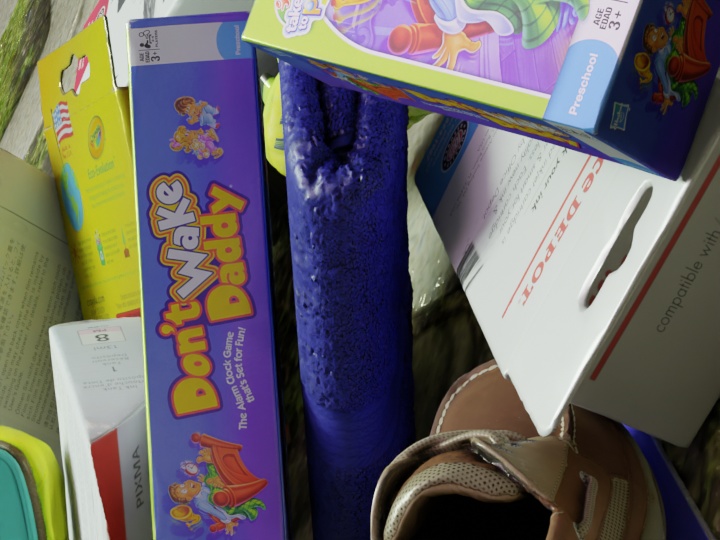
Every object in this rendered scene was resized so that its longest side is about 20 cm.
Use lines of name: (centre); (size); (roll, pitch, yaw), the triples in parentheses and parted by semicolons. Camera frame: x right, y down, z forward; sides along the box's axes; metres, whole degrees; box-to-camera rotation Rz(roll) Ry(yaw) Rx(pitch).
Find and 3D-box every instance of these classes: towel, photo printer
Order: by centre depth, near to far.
towel: (0.000, 0.000, 0.903); (0.148, 0.049, 0.201); (-97, 3, -48)
photo printer: (-0.169, 0.036, 1.223); (0.069, 0.200, 0.167); (5, 74, 34)

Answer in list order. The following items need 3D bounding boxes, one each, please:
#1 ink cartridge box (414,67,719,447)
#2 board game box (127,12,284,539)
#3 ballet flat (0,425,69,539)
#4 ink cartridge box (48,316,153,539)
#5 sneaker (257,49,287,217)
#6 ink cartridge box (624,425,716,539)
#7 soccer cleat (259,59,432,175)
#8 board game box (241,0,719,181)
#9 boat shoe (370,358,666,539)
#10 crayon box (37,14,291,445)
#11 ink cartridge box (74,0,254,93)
ink cartridge box: (0.086, -0.027, 0.780); (0.116, 0.068, 0.200); (-62, 19, 18)
board game box: (-0.054, 0.022, 0.935); (0.135, 0.045, 0.201); (91, 175, -77)
ballet flat: (-0.140, 0.166, 1.069); (0.067, 0.066, 0.201); (7, -101, -78)
ink cartridge box: (-0.090, 0.128, 1.031); (0.200, 0.057, 0.163); (-131, 35, -65)
sneaker: (-0.055, -0.074, 1.250); (0.107, 0.075, 0.200); (-63, 16, -23)
ink cartridge box: (0.038, 0.144, 0.766); (0.201, 0.043, 0.198); (-61, 19, 16)
soccer cleat: (0.024, -0.087, 1.008); (0.065, 0.084, 0.200); (-28, -15, -47)
board game box: (0.059, -0.139, 0.705); (0.134, 0.045, 0.201); (18, 87, 41)
boat shoe: (0.041, 0.075, 0.706); (0.076, 0.072, 0.200); (-28, 25, 14)
crayon box: (-0.093, -0.011, 1.147); (0.127, 0.051, 0.201); (168, 90, -68)
ink cartridge box: (-0.078, -0.140, 1.339); (0.200, 0.083, 0.146); (-54, 23, 38)
